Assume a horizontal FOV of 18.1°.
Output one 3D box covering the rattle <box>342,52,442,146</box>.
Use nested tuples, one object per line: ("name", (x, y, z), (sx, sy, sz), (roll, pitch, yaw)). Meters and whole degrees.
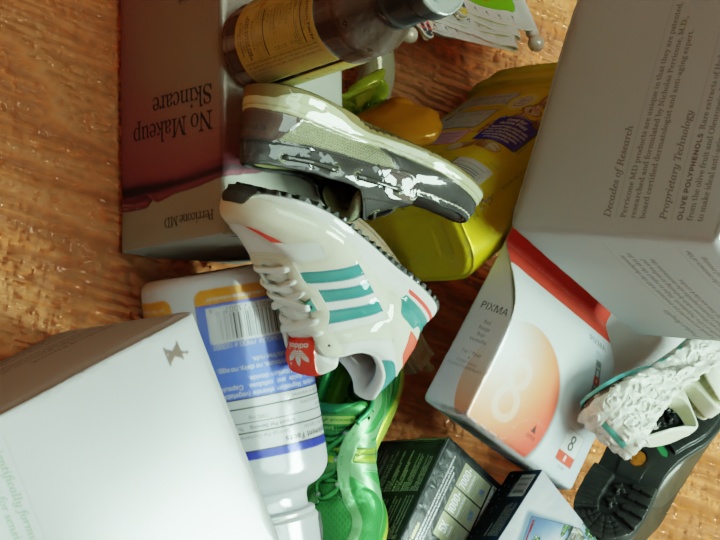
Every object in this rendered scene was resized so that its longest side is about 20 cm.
("rattle", (-0.012, -0.191, 1.657), (0.130, 0.143, 0.201), (3, 90, -17))

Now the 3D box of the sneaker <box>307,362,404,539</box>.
("sneaker", (-0.018, 0.131, 1.636), (0.084, 0.074, 0.201), (53, 38, -54))

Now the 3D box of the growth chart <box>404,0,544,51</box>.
("growth chart", (0.067, -0.231, 1.759), (0.200, 0.018, 0.145), (-1, 61, -51))

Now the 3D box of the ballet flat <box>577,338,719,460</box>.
("ballet flat", (0.240, 0.095, 1.724), (0.200, 0.072, 0.072), (-25, 101, -44))

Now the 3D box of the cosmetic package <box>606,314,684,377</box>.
("cosmetic package", (0.193, 0.069, 1.829), (0.199, 0.085, 0.108), (8, 83, -38))

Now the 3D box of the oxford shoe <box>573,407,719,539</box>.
("oxford shoe", (0.226, 0.154, 1.779), (0.200, 0.073, 0.085), (-46, 152, -28))

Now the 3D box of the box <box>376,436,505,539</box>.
("box", (0.049, 0.252, 1.682), (0.164, 0.086, 0.200), (43, 59, -29))

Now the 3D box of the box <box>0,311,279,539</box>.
("box", (-0.188, 0.157, 1.435), (0.200, 0.171, 0.200), (-28, 102, -39))

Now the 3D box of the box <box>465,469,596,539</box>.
("box", (0.111, 0.265, 1.651), (0.137, 0.038, 0.200), (52, 55, -23))

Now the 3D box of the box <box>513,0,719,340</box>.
("box", (0.248, -0.073, 1.632), (0.199, 0.171, 0.201), (36, 64, -47))

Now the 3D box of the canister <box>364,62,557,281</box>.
("canister", (0.093, -0.074, 1.723), (0.200, 0.148, 0.087), (-38, 114, -35))

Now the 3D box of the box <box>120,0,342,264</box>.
("box", (-0.092, -0.111, 1.581), (0.109, 0.128, 0.201), (5, 81, -40))

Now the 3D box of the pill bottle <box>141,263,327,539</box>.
("pill bottle", (-0.083, 0.098, 1.572), (0.112, 0.112, 0.201), (-11, 92, -41))

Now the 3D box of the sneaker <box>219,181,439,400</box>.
("sneaker", (-0.029, 0.019, 1.503), (0.200, 0.070, 0.094), (37, 73, -43))

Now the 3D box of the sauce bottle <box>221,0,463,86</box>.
("sauce bottle", (-0.010, -0.161, 1.443), (0.065, 0.200, 0.065), (7, 79, -38))

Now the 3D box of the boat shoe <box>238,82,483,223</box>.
("boat shoe", (-0.004, -0.065, 1.526), (0.200, 0.072, 0.066), (24, 79, -36))

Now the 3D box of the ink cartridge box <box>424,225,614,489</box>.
("ink cartridge box", (0.148, 0.045, 1.679), (0.162, 0.050, 0.200), (37, 81, -47))

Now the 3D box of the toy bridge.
("toy bridge", (0.000, 0.000, 1.685), (0.200, 0.067, 0.027), (54, 55, -21))
